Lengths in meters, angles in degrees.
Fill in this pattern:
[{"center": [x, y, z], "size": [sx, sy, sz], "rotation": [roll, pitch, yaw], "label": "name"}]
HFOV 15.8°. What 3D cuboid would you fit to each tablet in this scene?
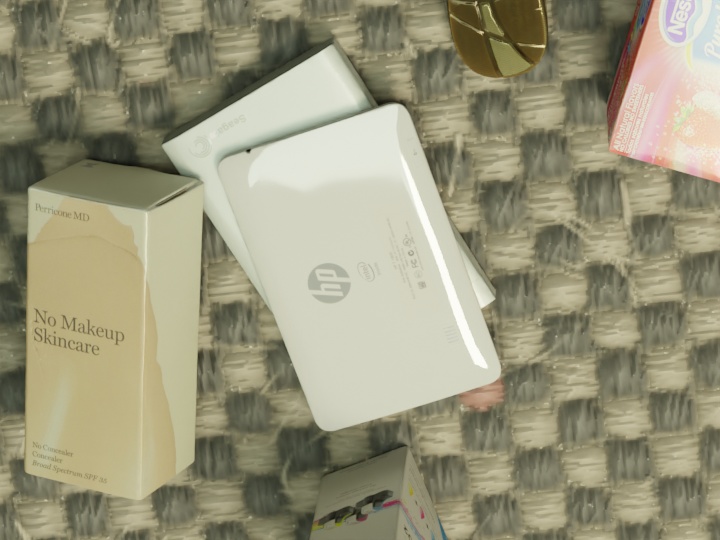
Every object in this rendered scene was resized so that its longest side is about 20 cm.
[{"center": [0.000, 0.000, 1.671], "size": [0.130, 0.014, 0.200], "rotation": [-17, 107, 11], "label": "tablet"}]

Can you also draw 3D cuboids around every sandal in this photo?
[{"center": [0.083, -0.215, 1.600], "size": [0.080, 0.054, 0.200], "rotation": [1, 124, 10], "label": "sandal"}]

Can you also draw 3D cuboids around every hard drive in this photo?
[{"center": [-0.020, -0.034, 1.681], "size": [0.132, 0.026, 0.200], "rotation": [-30, 105, 14], "label": "hard drive"}]

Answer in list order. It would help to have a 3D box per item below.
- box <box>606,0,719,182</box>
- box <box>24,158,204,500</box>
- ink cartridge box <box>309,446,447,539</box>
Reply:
[{"center": [0.222, -0.164, 1.576], "size": [0.095, 0.103, 0.200], "rotation": [15, 111, -1], "label": "box"}, {"center": [-0.160, 0.037, 1.678], "size": [0.095, 0.078, 0.200], "rotation": [10, 111, 23], "label": "box"}, {"center": [0.017, 0.210, 1.671], "size": [0.068, 0.200, 0.115], "rotation": [-20, 107, 11], "label": "ink cartridge box"}]
